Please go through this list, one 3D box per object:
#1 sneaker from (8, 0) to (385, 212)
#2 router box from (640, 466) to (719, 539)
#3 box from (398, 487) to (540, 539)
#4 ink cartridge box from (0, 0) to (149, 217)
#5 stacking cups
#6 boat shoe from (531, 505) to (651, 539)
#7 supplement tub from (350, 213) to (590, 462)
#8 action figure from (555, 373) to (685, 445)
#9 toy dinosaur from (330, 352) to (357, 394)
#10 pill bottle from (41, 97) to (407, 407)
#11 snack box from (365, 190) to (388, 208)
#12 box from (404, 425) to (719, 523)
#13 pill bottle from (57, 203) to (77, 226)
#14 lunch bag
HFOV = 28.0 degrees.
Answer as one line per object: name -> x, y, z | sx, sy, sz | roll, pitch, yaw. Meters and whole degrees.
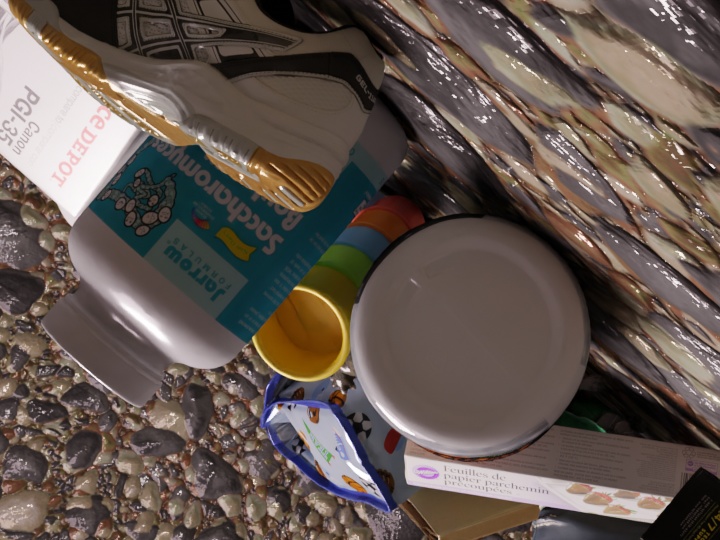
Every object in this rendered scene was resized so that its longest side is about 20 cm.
sneaker -> -0.073, -0.103, 0.664 | 0.200, 0.088, 0.076 | 30, 173, 26
router box -> 0.232, 0.188, 0.719 | 0.149, 0.051, 0.200 | 39, 176, 37
box -> 0.127, 0.168, 1.224 | 0.163, 0.199, 0.021 | -143, 42, -66
ink cartridge box -> -0.179, -0.148, 0.778 | 0.200, 0.083, 0.146 | 41, 135, -5
stacking cups -> 0.000, 0.000, 0.881 | 0.060, 0.061, 0.200 | 40, -151, 2
boat shoe -> 0.206, 0.186, 0.926 | 0.199, 0.062, 0.075 | 9, 162, 15
supplement tub -> 0.062, 0.045, 0.805 | 0.122, 0.123, 0.200 | 40, 177, 10
action figure -> 0.170, 0.110, 1.034 | 0.118, 0.055, 0.200 | 41, 176, -34
toy dinosaur -> -0.019, 0.035, 1.005 | 0.200, 0.077, 0.102 | 41, 161, -6
pill bottle -> -0.076, -0.026, 0.757 | 0.111, 0.200, 0.111 | 40, 177, 3
snack box -> 0.010, -0.014, 1.092 | 0.200, 0.068, 0.169 | 40, 176, 29
box -> 0.128, 0.123, 0.901 | 0.199, 0.042, 0.039 | 7, 144, 11
pill bottle -> -0.105, -0.062, 0.998 | 0.199, 0.113, 0.112 | 10, 160, 30
lunch bag -> 0.018, 0.104, 1.233 | 0.124, 0.170, 0.200 | 62, 159, -10
